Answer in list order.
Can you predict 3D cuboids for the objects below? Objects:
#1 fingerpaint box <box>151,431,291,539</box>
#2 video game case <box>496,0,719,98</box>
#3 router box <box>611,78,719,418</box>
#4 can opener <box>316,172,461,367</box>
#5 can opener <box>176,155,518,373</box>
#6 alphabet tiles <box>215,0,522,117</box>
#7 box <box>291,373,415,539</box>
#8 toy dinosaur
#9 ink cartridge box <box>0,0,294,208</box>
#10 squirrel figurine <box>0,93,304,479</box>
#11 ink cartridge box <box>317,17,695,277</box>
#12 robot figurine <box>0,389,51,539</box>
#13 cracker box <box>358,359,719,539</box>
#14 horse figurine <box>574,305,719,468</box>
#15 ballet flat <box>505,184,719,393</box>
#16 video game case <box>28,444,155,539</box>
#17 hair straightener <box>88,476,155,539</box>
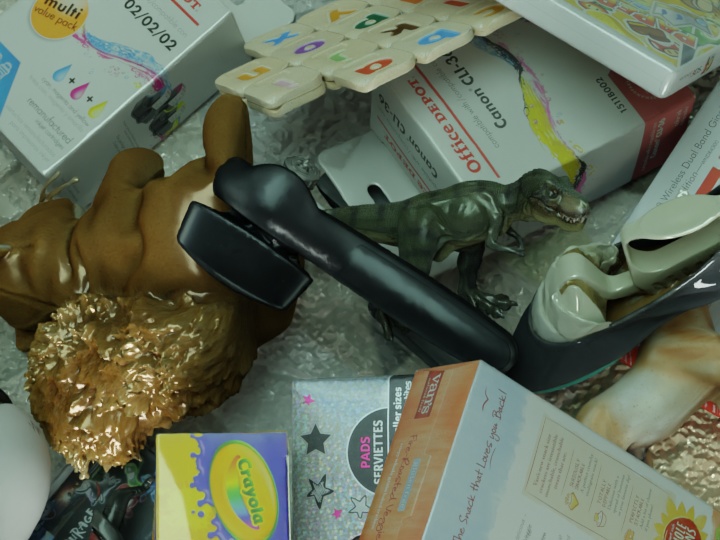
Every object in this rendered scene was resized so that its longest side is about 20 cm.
[{"bbox_3d":[-0.074,0.204,1.078,0.073,0.167,0.201,0,69,-6],"label":"fingerpaint box"},{"bbox_3d":[0.136,-0.179,1.226,0.200,0.023,0.182,34,32,18],"label":"video game case"},{"bbox_3d":[0.251,-0.007,1.210,0.179,0.049,0.200,30,76,20],"label":"router box"},{"bbox_3d":[0.030,0.008,1.240,0.066,0.053,0.200,-41,67,-7],"label":"can opener"},{"bbox_3d":[0.000,0.000,1.133,0.199,0.063,0.079,28,103,0],"label":"can opener"},{"bbox_3d":[0.013,-0.144,1.252,0.200,0.015,0.195,-27,21,-18],"label":"alphabet tiles"},{"bbox_3d":[0.026,0.161,1.114,0.114,0.132,0.201,-3,81,10],"label":"box"},{"bbox_3d":[0.040,-0.010,1.169,0.199,0.088,0.047,-5,23,19],"label":"toy dinosaur"},{"bbox_3d":[-0.154,-0.148,1.330,0.200,0.068,0.115,-42,67,-9],"label":"ink cartridge box"},{"bbox_3d":[-0.147,0.015,1.216,0.186,0.142,0.201,-5,51,16],"label":"squirrel figurine"},{"bbox_3d":[0.085,-0.086,1.237,0.200,0.068,0.117,-28,64,-17],"label":"ink cartridge box"},{"bbox_3d":[-0.273,0.099,1.188,0.200,0.125,0.150,34,42,18],"label":"robot figurine"},{"bbox_3d":[0.094,0.149,1.027,0.058,0.200,0.134,-11,52,53],"label":"cracker box"},{"bbox_3d":[0.172,0.091,1.144,0.133,0.050,0.200,43,100,17],"label":"horse figurine"},{"bbox_3d":[0.148,0.002,1.121,0.200,0.073,0.073,-27,63,26],"label":"ballet flat"},{"bbox_3d":[-0.145,0.215,1.203,0.182,0.023,0.200,36,78,21],"label":"video game case"},{"bbox_3d":[-0.137,0.213,1.177,0.077,0.041,0.201,18,65,-6],"label":"hair straightener"}]
